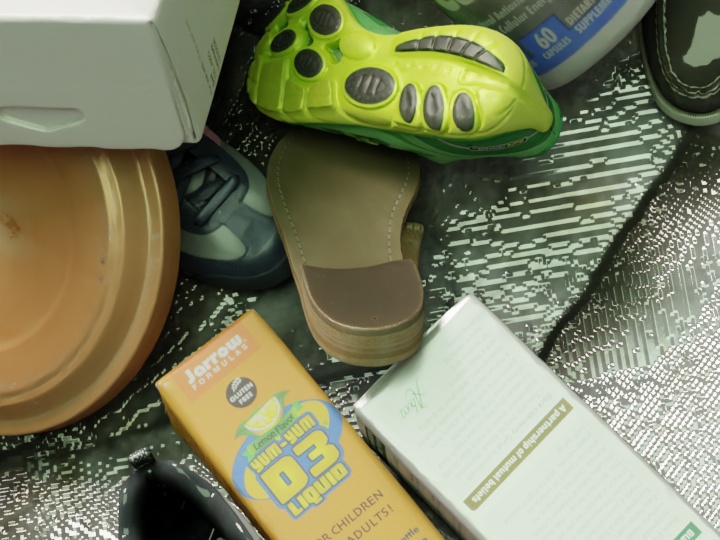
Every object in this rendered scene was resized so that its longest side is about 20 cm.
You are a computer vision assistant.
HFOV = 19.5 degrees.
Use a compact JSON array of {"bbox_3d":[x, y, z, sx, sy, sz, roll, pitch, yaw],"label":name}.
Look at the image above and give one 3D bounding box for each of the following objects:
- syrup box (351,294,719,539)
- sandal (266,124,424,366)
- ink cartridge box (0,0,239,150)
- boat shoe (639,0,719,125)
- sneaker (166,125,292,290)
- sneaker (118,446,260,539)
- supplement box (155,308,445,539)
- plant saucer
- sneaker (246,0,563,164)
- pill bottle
[{"bbox_3d":[0.094,0.113,0.961,0.081,0.079,0.200,-43,77,-7],"label":"syrup box"},{"bbox_3d":[-0.006,0.000,1.016,0.077,0.070,0.212,-2,31,-4],"label":"sandal"},{"bbox_3d":[-0.131,-0.161,0.996,0.143,0.084,0.201,2,53,14],"label":"ink cartridge box"},{"bbox_3d":[0.182,-0.175,1.065,0.071,0.061,0.203,9,73,11],"label":"boat shoe"},{"bbox_3d":[-0.114,-0.062,1.061,0.199,0.082,0.070,33,77,17],"label":"sneaker"},{"bbox_3d":[-0.060,0.171,0.941,0.077,0.140,0.201,-31,70,-7],"label":"sneaker"},{"bbox_3d":[-0.013,0.116,0.995,0.066,0.069,0.200,-38,68,-8],"label":"supplement box"},{"bbox_3d":[-0.181,-0.018,1.038,0.199,0.032,0.202,2,94,27],"label":"plant saucer"},{"bbox_3d":[0.017,-0.087,1.040,0.199,0.083,0.075,21,81,46],"label":"sneaker"},{"bbox_3d":[0.051,-0.191,1.015,0.200,0.114,0.114,40,79,-17],"label":"pill bottle"}]
